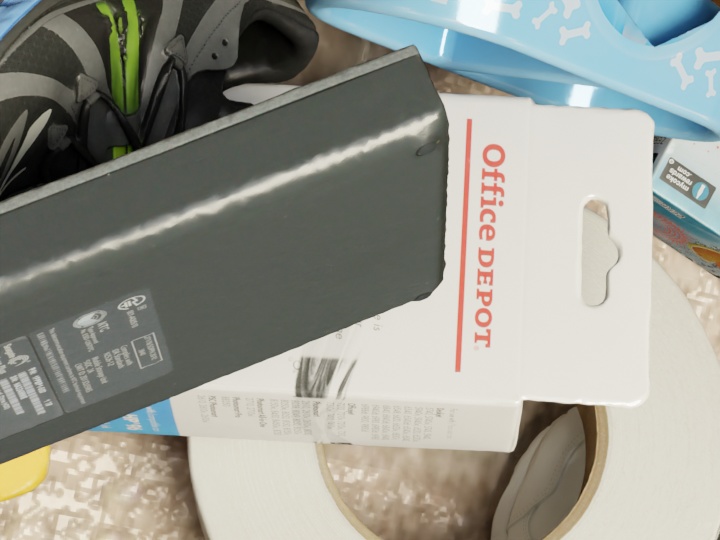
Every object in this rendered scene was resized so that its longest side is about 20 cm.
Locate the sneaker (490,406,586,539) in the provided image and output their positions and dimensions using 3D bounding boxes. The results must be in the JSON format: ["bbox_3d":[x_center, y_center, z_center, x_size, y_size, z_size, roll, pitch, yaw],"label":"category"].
[{"bbox_3d":[0.098,0.152,0.895,0.078,0.099,0.200,3,91,-19],"label":"sneaker"}]

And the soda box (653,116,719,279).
[{"bbox_3d":[0.193,-0.010,0.943,0.200,0.064,0.068,32,81,-16],"label":"soda box"}]

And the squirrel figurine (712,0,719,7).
[{"bbox_3d":[0.132,-0.178,0.862,0.141,0.200,0.187,9,110,23],"label":"squirrel figurine"}]

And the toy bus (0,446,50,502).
[{"bbox_3d":[-0.163,-0.015,0.822,0.078,0.065,0.200,-17,97,-15],"label":"toy bus"}]

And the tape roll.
[{"bbox_3d":[0.036,0.063,0.863,0.203,0.037,0.203,1,71,-2],"label":"tape roll"}]

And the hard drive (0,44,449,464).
[{"bbox_3d":[-0.069,0.007,0.714,0.200,0.140,0.033,-21,70,-7],"label":"hard drive"}]

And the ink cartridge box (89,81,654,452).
[{"bbox_3d":[0.000,0.000,0.826,0.200,0.068,0.116,3,70,1],"label":"ink cartridge box"}]

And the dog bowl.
[{"bbox_3d":[0.063,-0.091,0.822,0.200,0.111,0.050,17,87,-41],"label":"dog bowl"}]

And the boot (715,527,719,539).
[{"bbox_3d":[0.186,0.176,0.940,0.131,0.068,0.200,-3,84,-24],"label":"boot"}]

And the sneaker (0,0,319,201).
[{"bbox_3d":[-0.079,-0.054,0.747,0.083,0.071,0.200,44,45,4],"label":"sneaker"}]
